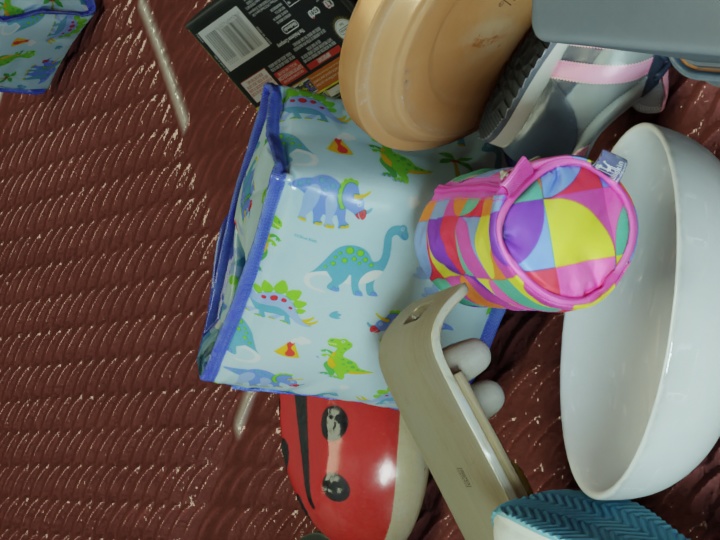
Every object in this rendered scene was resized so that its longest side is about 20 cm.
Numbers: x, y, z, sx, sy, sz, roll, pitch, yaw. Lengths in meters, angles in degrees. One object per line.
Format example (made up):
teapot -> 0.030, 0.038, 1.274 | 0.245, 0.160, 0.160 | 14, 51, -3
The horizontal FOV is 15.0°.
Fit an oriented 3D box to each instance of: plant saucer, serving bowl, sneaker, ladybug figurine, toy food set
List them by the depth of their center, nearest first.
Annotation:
sneaker -> 0.147, 0.177, 1.426 | 0.199, 0.076, 0.081 | 26, 117, 34
serving bowl -> 0.165, 0.026, 1.457 | 0.200, 0.065, 0.201 | -171, 90, -79
sneaker -> 0.152, -0.136, 1.538 | 0.200, 0.082, 0.070 | -52, 15, 22
plant saucer -> 0.074, -0.149, 1.553 | 0.032, 0.200, 0.201 | 43, 131, 29
toy food set -> 0.084, 0.104, 1.565 | 0.201, 0.060, 0.143 | 63, 167, -1
ladybug figurine -> -0.008, 0.098, 1.837 | 0.136, 0.072, 0.201 | -40, 50, 51

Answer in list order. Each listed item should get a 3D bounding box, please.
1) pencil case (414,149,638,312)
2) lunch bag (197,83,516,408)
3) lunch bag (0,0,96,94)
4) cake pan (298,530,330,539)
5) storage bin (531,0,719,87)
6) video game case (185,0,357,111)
pencil case -> 0.088, -0.022, 1.498 | 0.200, 0.088, 0.089 | 167, 105, -77
lunch bag -> 0.000, 0.000, 1.700 | 0.128, 0.169, 0.201 | -95, 17, -54
lunch bag -> -0.330, -0.282, 2.526 | 0.170, 0.127, 0.201 | -47, 56, 56
cake pan -> -0.015, 0.269, 1.893 | 0.200, 0.037, 0.202 | -178, 90, -66
storage bin -> 0.183, -0.156, 1.321 | 0.200, 0.134, 0.146 | 11, 101, 51
video game case -> -0.015, -0.125, 1.805 | 0.181, 0.026, 0.200 | 50, 154, -8
